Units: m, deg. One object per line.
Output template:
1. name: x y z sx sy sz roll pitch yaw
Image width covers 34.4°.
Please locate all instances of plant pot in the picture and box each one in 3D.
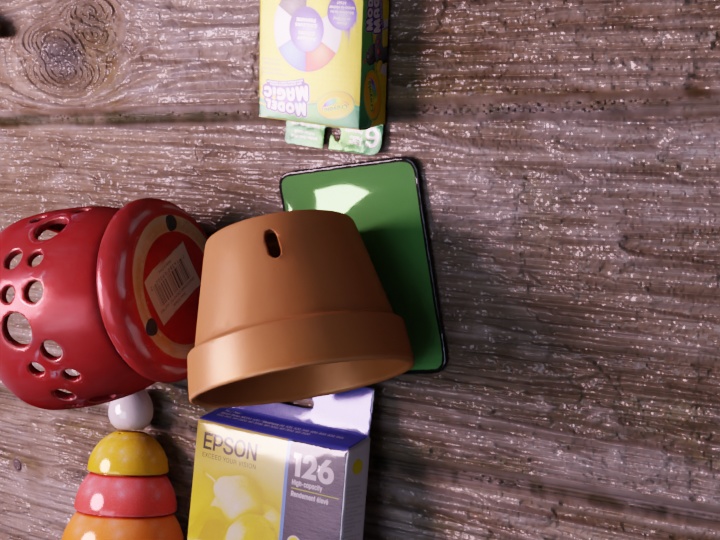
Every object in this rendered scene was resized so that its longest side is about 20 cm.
1. plant pot: -0.246 0.032 1.151 0.181 0.200 0.202 -8 97 28
2. plant pot: -0.062 0.033 1.031 0.199 0.199 0.141 -20 74 36

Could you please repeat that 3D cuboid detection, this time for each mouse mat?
1. mouse mat: 0.000 0.000 1.089 0.160 0.008 0.202 -3 101 35

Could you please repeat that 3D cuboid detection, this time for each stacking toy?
1. stacking toy: -0.251 0.225 1.265 0.145 0.146 0.202 0 82 34

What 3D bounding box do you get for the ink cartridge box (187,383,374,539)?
1. ink cartridge box: -0.082 0.203 1.139 0.196 0.047 0.202 5 93 37

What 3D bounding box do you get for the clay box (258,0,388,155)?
1. clay box: -0.034 -0.205 1.036 0.114 0.047 0.202 11 107 32
